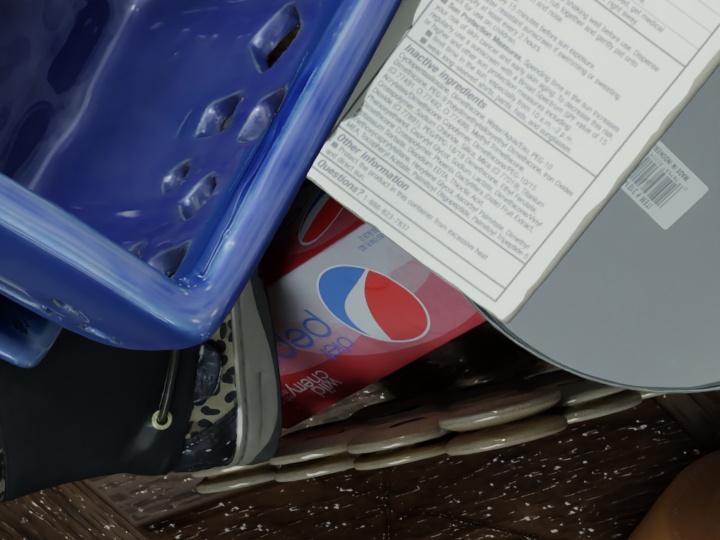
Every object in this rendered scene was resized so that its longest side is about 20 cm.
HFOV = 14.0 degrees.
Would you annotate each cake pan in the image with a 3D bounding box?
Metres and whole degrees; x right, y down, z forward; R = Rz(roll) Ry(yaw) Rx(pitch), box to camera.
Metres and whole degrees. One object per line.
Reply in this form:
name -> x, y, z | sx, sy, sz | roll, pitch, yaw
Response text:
cake pan -> 0.110, -0.042, 1.071 | 0.199, 0.037, 0.202 | 4, 111, 10

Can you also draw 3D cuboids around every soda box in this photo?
soda box -> 0.000, 0.000, 1.217 | 0.070, 0.064, 0.200 | 35, 147, -15

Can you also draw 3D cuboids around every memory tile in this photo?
memory tile -> 0.036, 0.062, 1.232 | 0.199, 0.153, 0.017 | -12, 92, 44

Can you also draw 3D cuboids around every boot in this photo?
boot -> -0.120, -0.006, 1.161 | 0.073, 0.153, 0.205 | 5, 108, 66

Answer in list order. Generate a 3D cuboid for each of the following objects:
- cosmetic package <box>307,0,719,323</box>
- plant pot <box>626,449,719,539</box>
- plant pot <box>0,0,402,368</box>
cosmetic package -> 0.074, -0.096, 0.989 | 0.103, 0.087, 0.200 | 37, 113, -5
plant pot -> 0.175, 0.170, 1.262 | 0.199, 0.200, 0.141 | 18, 126, 6
plant pot -> -0.117, -0.091, 0.968 | 0.199, 0.201, 0.180 | 33, 157, -17
